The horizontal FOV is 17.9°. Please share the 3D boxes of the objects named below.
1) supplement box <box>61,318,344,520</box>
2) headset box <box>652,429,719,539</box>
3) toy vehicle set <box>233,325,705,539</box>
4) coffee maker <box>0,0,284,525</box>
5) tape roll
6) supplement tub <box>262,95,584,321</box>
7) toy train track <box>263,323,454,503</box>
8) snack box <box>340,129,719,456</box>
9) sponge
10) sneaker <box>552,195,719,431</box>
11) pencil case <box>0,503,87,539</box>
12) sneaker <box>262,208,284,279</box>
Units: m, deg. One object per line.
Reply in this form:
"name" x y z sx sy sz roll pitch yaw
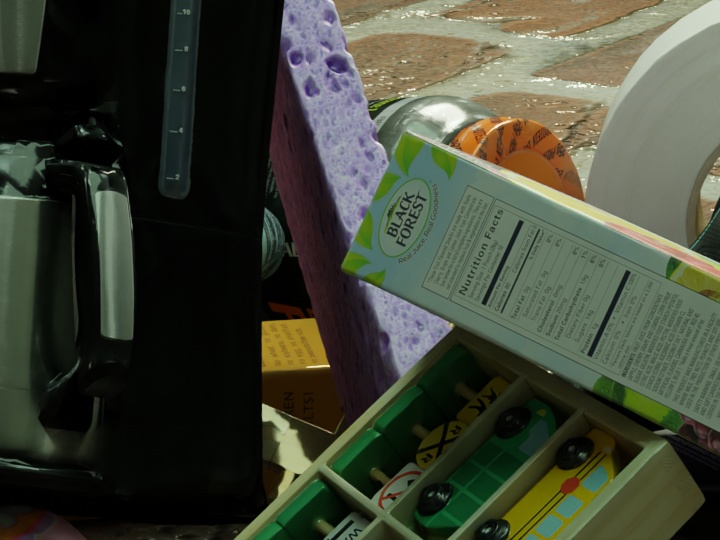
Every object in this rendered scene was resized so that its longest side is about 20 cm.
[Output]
"supplement box" -0.051 0.062 0.971 0.199 0.067 0.069 -3 20 -9
"headset box" 0.099 0.117 0.768 0.199 0.076 0.148 -8 18 -26
"toy vehicle set" -0.004 0.108 0.687 0.200 0.027 0.124 -44 29 -11
"coffee maker" -0.087 -0.013 0.818 0.134 0.201 0.192 -3 -12 32
"tape roll" 0.204 -0.030 1.041 0.201 0.204 0.071 3 16 10
"supplement tub" 0.001 -0.020 1.090 0.199 0.123 0.122 -1 12 43
"toy train track" 0.012 0.054 0.922 0.114 0.033 0.201 22 57 12
"snack box" 0.095 0.016 0.752 0.142 0.053 0.200 27 4 22
"sponge" 0.000 0.000 0.870 0.030 0.112 0.201 -12 56 -9
"sneaker" 0.152 0.025 0.951 0.075 0.200 0.079 39 30 -4
"pencil case" -0.166 0.136 0.701 0.087 0.088 0.199 14 22 39
"sneaker" -0.119 0.023 1.042 0.199 0.078 0.086 -23 -13 22
